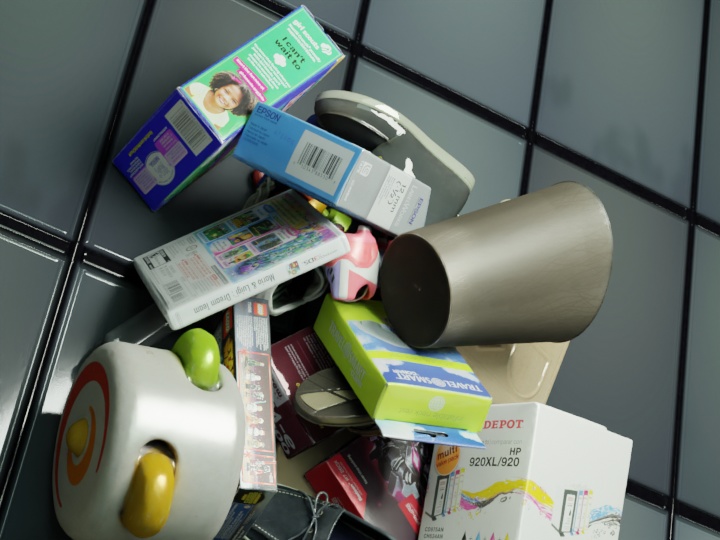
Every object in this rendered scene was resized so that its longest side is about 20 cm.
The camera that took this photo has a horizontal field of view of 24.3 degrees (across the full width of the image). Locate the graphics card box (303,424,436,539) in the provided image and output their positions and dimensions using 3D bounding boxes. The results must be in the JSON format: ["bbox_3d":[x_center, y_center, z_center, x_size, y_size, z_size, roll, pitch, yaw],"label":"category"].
[{"bbox_3d":[0.051,0.207,1.723,0.199,0.051,0.126,-31,86,-39],"label":"graphics card box"}]

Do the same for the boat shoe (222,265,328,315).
[{"bbox_3d":[-0.063,0.008,1.688,0.200,0.066,0.074,-36,130,-52],"label":"boat shoe"}]

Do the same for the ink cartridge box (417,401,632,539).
[{"bbox_3d":[0.159,0.246,1.660,0.144,0.147,0.202,22,71,-36],"label":"ink cartridge box"}]

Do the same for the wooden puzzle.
[{"bbox_3d":[0.159,0.052,1.812,0.185,0.046,0.201,43,66,-36],"label":"wooden puzzle"}]

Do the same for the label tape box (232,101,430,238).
[{"bbox_3d":[-0.011,-0.089,1.657,0.199,0.143,0.067,21,94,-56],"label":"label tape box"}]

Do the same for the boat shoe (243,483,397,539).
[{"bbox_3d":[-0.039,0.253,1.613,0.199,0.062,0.075,26,59,7],"label":"boat shoe"}]

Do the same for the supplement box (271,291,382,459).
[{"bbox_3d":[-0.015,0.102,1.728,0.199,0.061,0.109,-24,81,-38],"label":"supplement box"}]

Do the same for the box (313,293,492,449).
[{"bbox_3d":[0.043,0.096,1.631,0.121,0.048,0.200,10,24,-27],"label":"box"}]

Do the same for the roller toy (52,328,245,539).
[{"bbox_3d":[-0.199,0.163,1.506,0.139,0.182,0.202,13,58,-26],"label":"roller toy"}]

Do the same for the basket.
[{"bbox_3d":[0.130,0.004,1.659,0.199,0.181,0.136,-9,42,-37],"label":"basket"}]

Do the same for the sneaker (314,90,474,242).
[{"bbox_3d":[0.024,-0.101,1.754,0.199,0.075,0.107,32,68,-16],"label":"sneaker"}]

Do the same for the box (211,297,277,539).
[{"bbox_3d":[-0.120,0.144,1.579,0.040,0.137,0.202,8,55,-20],"label":"box"}]

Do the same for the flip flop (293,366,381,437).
[{"bbox_3d":[0.016,0.134,1.658,0.081,0.058,0.199,37,27,33],"label":"flip flop"}]

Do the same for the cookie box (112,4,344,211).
[{"bbox_3d":[-0.136,-0.168,1.722,0.075,0.171,0.200,51,52,-3],"label":"cookie box"}]

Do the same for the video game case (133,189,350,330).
[{"bbox_3d":[-0.119,-0.014,1.611,0.181,0.200,0.024,-24,110,-10],"label":"video game case"}]

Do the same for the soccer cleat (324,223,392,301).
[{"bbox_3d":[0.000,0.000,1.690,0.066,0.200,0.077,7,85,11],"label":"soccer cleat"}]

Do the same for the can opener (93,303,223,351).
[{"bbox_3d":[-0.173,0.047,1.655,0.199,0.053,0.067,-29,85,-38],"label":"can opener"}]

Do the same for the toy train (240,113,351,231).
[{"bbox_3d":[-0.057,-0.074,1.789,0.116,0.084,0.201,50,52,-20],"label":"toy train"}]
